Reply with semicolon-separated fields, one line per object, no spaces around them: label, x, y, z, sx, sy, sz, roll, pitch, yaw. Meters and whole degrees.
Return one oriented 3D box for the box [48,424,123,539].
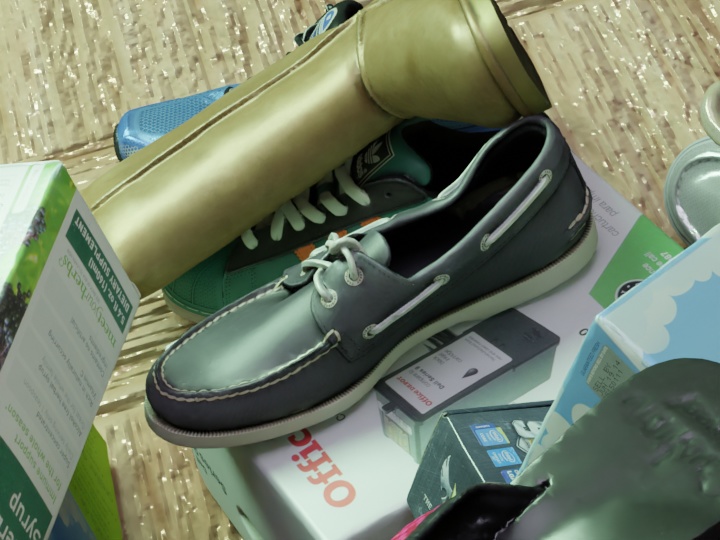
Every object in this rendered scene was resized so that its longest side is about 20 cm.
box;-0.127;0.106;0.903;0.047;0.122;0.201;-22;42;3

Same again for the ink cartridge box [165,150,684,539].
ink cartridge box;0.042;0.052;0.949;0.199;0.084;0.146;-29;44;-16

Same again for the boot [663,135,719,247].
boot;0.189;-0.007;0.958;0.199;0.074;0.095;30;14;36

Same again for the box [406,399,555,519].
box;0.127;0.127;0.817;0.157;0.051;0.201;-1;42;-29

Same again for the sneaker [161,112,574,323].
sneaker;0.001;-0.031;1.051;0.198;0.080;0.072;-11;42;2

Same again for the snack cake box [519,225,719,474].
snack cake box;0.149;0.020;0.772;0.199;0.115;0.067;-34;68;-32

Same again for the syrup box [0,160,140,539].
syrup box;-0.152;0.062;0.809;0.081;0.079;0.201;-3;48;23

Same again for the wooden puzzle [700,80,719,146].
wooden puzzle;0.265;-0.034;0.952;0.184;0.047;0.200;-1;31;-43

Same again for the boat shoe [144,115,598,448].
boat shoe;0.000;0.000;0.906;0.199;0.063;0.073;-26;43;-13

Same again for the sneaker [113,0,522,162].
sneaker;-0.023;-0.088;1.114;0.198;0.090;0.079;-12;41;1

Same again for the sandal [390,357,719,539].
sandal;0.034;0.087;0.618;0.200;0.045;0.075;-43;53;-17

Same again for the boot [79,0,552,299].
boot;-0.024;-0.051;0.984;0.199;0.066;0.175;-33;14;2
